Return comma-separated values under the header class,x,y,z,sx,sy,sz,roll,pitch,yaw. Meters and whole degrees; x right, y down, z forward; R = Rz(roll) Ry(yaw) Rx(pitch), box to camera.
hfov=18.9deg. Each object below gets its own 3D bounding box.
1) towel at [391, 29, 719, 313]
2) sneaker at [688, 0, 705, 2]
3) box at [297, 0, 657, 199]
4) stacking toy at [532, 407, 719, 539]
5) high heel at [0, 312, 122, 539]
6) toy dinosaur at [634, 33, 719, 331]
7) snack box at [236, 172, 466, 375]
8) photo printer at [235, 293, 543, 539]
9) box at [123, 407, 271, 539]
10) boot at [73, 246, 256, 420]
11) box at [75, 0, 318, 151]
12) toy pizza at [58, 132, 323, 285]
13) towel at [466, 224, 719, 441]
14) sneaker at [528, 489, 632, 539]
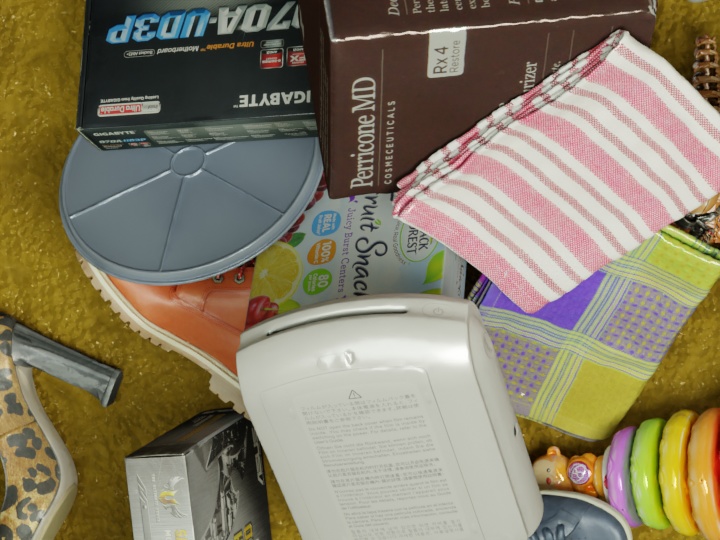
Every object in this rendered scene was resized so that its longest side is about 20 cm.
class,x,y,z,sx,sy,sz,roll,pitch,yaw
towel,0.136,-0.055,1.351,0.200,0.030,0.146,-34,128,31
sneaker,0.308,-0.213,1.423,0.200,0.076,0.092,-26,95,19
box,0.067,-0.165,1.372,0.199,0.166,0.165,-6,57,-5
stacking toy,0.209,0.140,1.494,0.199,0.110,0.117,-3,99,24
high heel,-0.281,0.136,1.634,0.142,0.071,0.201,23,88,5
toy dinosaur,0.201,-0.060,1.480,0.135,0.102,0.201,16,84,-2
snack box,0.000,0.000,1.482,0.142,0.200,0.053,-8,137,16
photo printer,0.017,0.098,1.382,0.166,0.070,0.200,-8,131,15
box,-0.110,0.212,1.557,0.048,0.158,0.201,-4,96,16
boot,-0.108,0.015,1.563,0.200,0.075,0.107,36,104,-13
box,-0.097,-0.171,1.524,0.199,0.046,0.160,-2,73,16
toy pizza,-0.118,-0.069,1.535,0.199,0.032,0.201,-8,54,12
towel,0.146,0.034,1.472,0.143,0.023,0.200,22,130,-9
sneaker,0.084,0.194,1.466,0.199,0.085,0.075,-3,101,12
